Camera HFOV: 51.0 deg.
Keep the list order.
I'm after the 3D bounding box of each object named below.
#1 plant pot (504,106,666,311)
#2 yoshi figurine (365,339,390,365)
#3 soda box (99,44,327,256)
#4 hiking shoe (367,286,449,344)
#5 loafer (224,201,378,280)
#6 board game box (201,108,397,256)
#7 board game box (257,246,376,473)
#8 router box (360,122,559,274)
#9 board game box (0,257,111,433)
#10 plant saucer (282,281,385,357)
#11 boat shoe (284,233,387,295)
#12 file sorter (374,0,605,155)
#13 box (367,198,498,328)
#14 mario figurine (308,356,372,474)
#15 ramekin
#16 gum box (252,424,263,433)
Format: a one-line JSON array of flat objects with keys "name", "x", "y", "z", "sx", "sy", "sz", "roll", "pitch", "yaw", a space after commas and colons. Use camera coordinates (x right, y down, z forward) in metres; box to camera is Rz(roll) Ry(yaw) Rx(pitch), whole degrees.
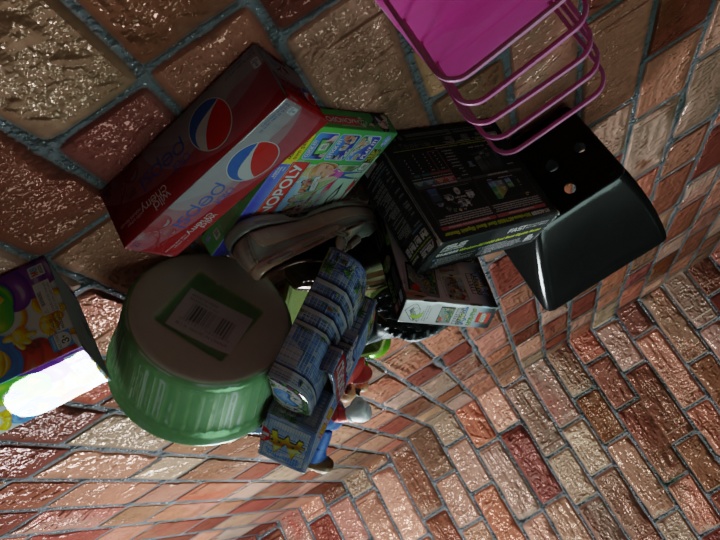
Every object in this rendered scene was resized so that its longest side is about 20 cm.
[{"name": "plant pot", "x": 0.278, "y": -0.100, "z": 1.040, "sx": 0.199, "sy": 0.200, "sz": 0.177, "roll": -32, "pitch": 149, "yaw": 5}, {"name": "yoshi figurine", "x": -0.031, "y": 0.130, "z": 1.247, "sx": 0.199, "sy": 0.112, "sz": 0.113, "roll": -27, "pitch": 152, "yaw": -20}, {"name": "soda box", "x": -0.129, "y": -0.096, "z": 0.654, "sx": 0.200, "sy": 0.064, "sz": 0.070, "roll": -39, "pitch": 158, "yaw": 19}, {"name": "hiking shoe", "x": 0.056, "y": 0.049, "z": 0.963, "sx": 0.086, "sy": 0.075, "sz": 0.199, "roll": -19, "pitch": -176, "yaw": -42}, {"name": "loafer", "x": -0.054, "y": -0.028, "z": 0.830, "sx": 0.199, "sy": 0.063, "sz": 0.072, "roll": -12, "pitch": 152, "yaw": -41}, {"name": "board game box", "x": -0.067, "y": -0.090, "z": 0.802, "sx": 0.134, "sy": 0.029, "sz": 0.200, "roll": -8, "pitch": 150, "yaw": -47}, {"name": "board game box", "x": -0.047, "y": 0.108, "z": 0.817, "sx": 0.200, "sy": 0.061, "sz": 0.201, "roll": 94, "pitch": 19, "yaw": -67}, {"name": "router box", "x": 0.112, "y": -0.091, "z": 0.871, "sx": 0.199, "sy": 0.150, "sz": 0.062, "roll": -14, "pitch": 154, "yaw": -36}, {"name": "board game box", "x": -0.359, "y": 0.091, "z": 0.707, "sx": 0.199, "sy": 0.105, "sz": 0.103, "roll": -26, "pitch": 158, "yaw": -14}, {"name": "plant saucer", "x": -0.034, "y": 0.037, "z": 1.026, "sx": 0.199, "sy": 0.048, "sz": 0.201, "roll": -7, "pitch": 128, "yaw": -37}, {"name": "boat shoe", "x": 0.000, "y": 0.000, "z": 0.928, "sx": 0.199, "sy": 0.076, "sz": 0.074, "roll": -12, "pitch": 133, "yaw": -33}, {"name": "file sorter", "x": 0.126, "y": -0.205, "z": 0.664, "sx": 0.139, "sy": 0.126, "sz": 0.200, "roll": -36, "pitch": 159, "yaw": 15}, {"name": "box", "x": 0.078, "y": -0.020, "z": 0.877, "sx": 0.109, "sy": 0.201, "sz": 0.035, "roll": 6, "pitch": 131, "yaw": -17}, {"name": "mario figurine", "x": -0.029, "y": 0.210, "z": 1.157, "sx": 0.106, "sy": 0.123, "sz": 0.201, "roll": -15, "pitch": 131, "yaw": -58}, {"name": "ramekin", "x": -0.169, "y": 0.077, "z": 0.816, "sx": 0.199, "sy": 0.200, "sz": 0.098, "roll": -16, "pitch": 148, "yaw": -33}, {"name": "gum box", "x": -0.169, "y": 0.210, "z": 1.126, "sx": 0.169, "sy": 0.045, "sz": 0.200, "roll": 4, "pitch": 174, "yaw": -14}]
